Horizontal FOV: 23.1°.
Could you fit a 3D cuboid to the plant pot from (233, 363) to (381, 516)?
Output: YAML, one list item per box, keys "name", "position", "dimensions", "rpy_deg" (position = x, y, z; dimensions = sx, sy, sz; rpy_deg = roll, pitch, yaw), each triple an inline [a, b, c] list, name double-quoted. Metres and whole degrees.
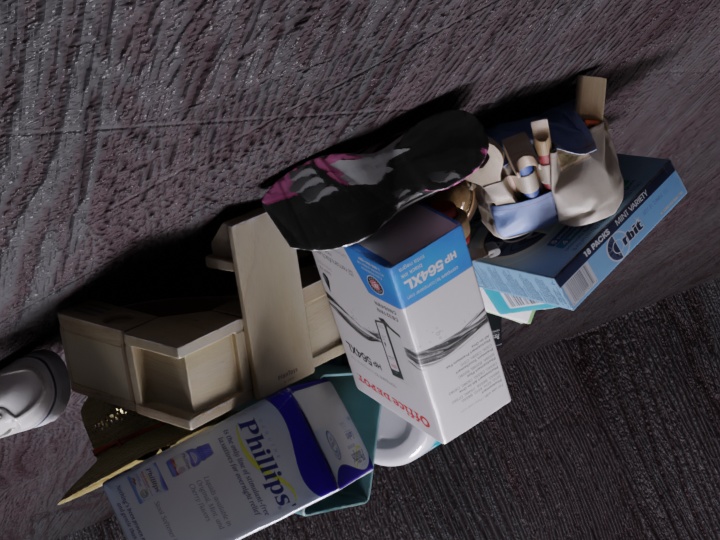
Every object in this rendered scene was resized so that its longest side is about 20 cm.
- name: "plant pot"
  position: [-0.101, 0.159, 1.828]
  dimensions: [0.200, 0.142, 0.141]
  rpy_deg: [8, -177, 27]

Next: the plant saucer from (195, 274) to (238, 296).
- name: "plant saucer"
  position: [-0.109, 0.026, 1.874]
  dimensions: [0.200, 0.030, 0.200]
  rpy_deg: [-22, 170, -4]

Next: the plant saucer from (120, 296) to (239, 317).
- name: "plant saucer"
  position: [-0.168, 0.062, 1.744]
  dimensions: [0.200, 0.035, 0.200]
  rpy_deg: [-5, 168, -1]

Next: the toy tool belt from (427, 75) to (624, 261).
- name: "toy tool belt"
  position: [0.137, -0.099, 1.597]
  dimensions: [0.200, 0.123, 0.125]
  rpy_deg: [-18, -151, -5]

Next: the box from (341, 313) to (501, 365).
- name: "box"
  position: [0.068, 0.023, 1.890]
  dimensions: [0.079, 0.141, 0.200]
  rpy_deg: [3, -172, 38]

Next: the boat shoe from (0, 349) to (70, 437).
- name: "boat shoe"
  position: [-0.365, 0.134, 1.764]
  dimensions: [0.200, 0.072, 0.066]
  rpy_deg: [-21, 179, 43]

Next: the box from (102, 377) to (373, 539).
- name: "box"
  position: [-0.109, 0.191, 1.639]
  dimensions: [0.200, 0.105, 0.184]
  rpy_deg: [-27, 175, 9]

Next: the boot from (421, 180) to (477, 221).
- name: "boot"
  position: [0.032, -0.046, 1.711]
  dimensions: [0.075, 0.074, 0.200]
  rpy_deg: [1, 158, -44]

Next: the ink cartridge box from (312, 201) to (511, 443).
- name: "ink cartridge box"
  position: [0.041, 0.036, 1.571]
  dimensions: [0.084, 0.200, 0.146]
  rpy_deg: [-32, -146, -22]

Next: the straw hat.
- name: "straw hat"
  position: [-0.216, 0.141, 1.683]
  dimensions: [0.201, 0.085, 0.201]
  rpy_deg: [-27, 176, -2]

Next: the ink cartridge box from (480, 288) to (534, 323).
- name: "ink cartridge box"
  position: [0.139, -0.030, 1.848]
  dimensions: [0.048, 0.146, 0.200]
  rpy_deg: [24, -175, 39]

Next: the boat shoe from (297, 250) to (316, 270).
- name: "boat shoe"
  position: [0.000, 0.000, 1.682]
  dimensions: [0.200, 0.065, 0.073]
  rpy_deg: [-8, 139, 27]

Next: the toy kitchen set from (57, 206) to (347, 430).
- name: "toy kitchen set"
  position: [-0.146, 0.018, 1.612]
  dimensions: [0.180, 0.163, 0.200]
  rpy_deg: [11, -154, 43]

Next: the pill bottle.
- name: "pill bottle"
  position: [0.063, 0.142, 1.942]
  dimensions: [0.111, 0.111, 0.200]
  rpy_deg: [-27, 176, 24]

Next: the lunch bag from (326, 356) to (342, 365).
- name: "lunch bag"
  position: [-0.058, 0.156, 2.000]
  dimensions: [0.161, 0.083, 0.200]
  rpy_deg: [-7, -149, 24]

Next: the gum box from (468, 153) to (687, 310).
- name: "gum box"
  position: [0.185, -0.046, 1.688]
  dimensions: [0.170, 0.045, 0.200]
  rpy_deg: [-44, -151, -20]

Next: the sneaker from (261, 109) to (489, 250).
- name: "sneaker"
  position: [0.018, -0.073, 1.507]
  dimensions: [0.200, 0.080, 0.086]
  rpy_deg: [-19, -179, 7]

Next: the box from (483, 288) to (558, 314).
- name: "box"
  position: [0.196, -0.043, 1.776]
  dimensions: [0.082, 0.049, 0.200]
  rpy_deg: [-9, -144, 40]
